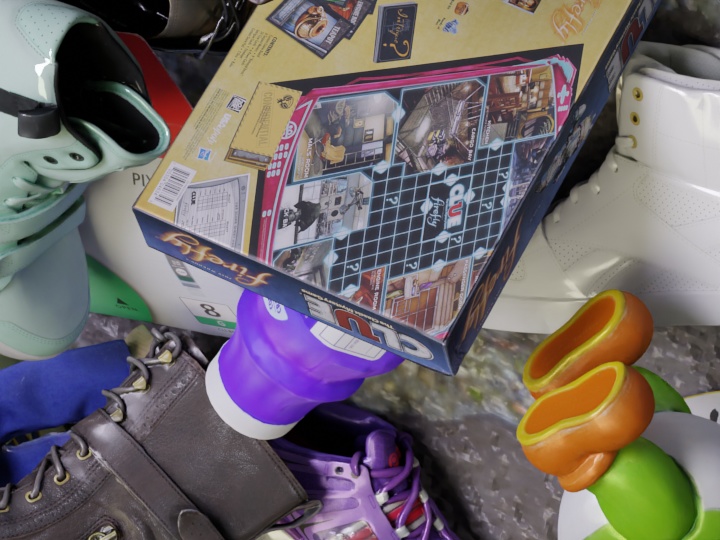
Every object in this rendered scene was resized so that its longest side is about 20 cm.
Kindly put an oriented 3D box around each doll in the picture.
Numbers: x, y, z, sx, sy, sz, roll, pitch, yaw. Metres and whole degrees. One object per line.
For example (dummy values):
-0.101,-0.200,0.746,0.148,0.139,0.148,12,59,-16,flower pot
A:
-0.184,0.090,1.287,0.048,0.200,0.137,-130,30,-57,doll

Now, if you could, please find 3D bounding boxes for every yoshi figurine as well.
0.157,0.095,1.094,0.200,0.112,0.112,47,162,-18,yoshi figurine

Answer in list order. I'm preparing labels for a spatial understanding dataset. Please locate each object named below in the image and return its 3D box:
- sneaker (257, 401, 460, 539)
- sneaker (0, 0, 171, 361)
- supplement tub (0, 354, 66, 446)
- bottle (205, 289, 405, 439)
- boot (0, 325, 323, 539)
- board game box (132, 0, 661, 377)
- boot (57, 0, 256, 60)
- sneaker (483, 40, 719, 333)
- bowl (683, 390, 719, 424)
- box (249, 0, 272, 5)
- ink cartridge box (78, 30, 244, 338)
0.009,0.117,1.301,0.200,0.081,0.083,39,126,4,sneaker
-0.127,-0.030,1.164,0.118,0.074,0.201,15,138,33,sneaker
-0.218,0.092,1.380,0.145,0.145,0.200,-13,112,38,supplement tub
0.000,0.000,1.183,0.065,0.084,0.200,17,138,-25,bottle
-0.136,0.092,1.247,0.200,0.174,0.069,44,170,-16,boot
0.021,-0.072,1.089,0.135,0.200,0.035,24,159,18,board game box
-0.042,-0.102,1.171,0.200,0.097,0.075,29,129,13,boot
0.111,-0.037,1.145,0.200,0.074,0.116,-5,106,35,sneaker
0.169,0.159,1.213,0.201,0.094,0.201,16,126,23,bowl
-0.018,-0.234,0.996,0.164,0.166,0.200,38,118,5,box
-0.127,-0.041,1.241,0.161,0.050,0.200,10,157,28,ink cartridge box
